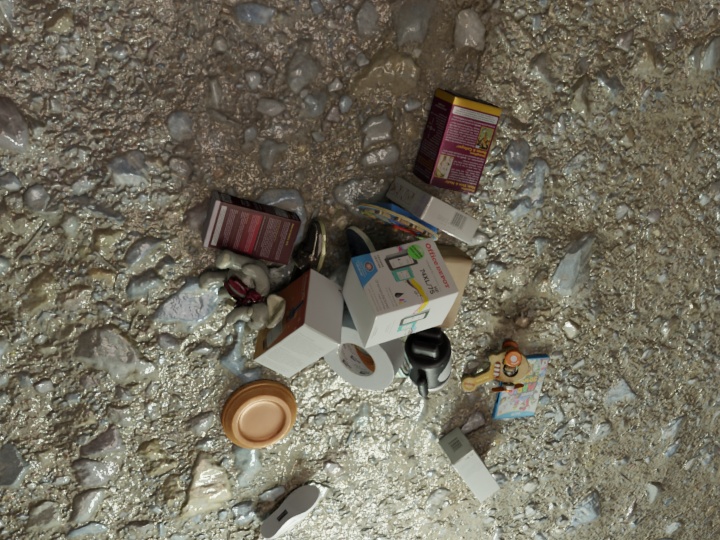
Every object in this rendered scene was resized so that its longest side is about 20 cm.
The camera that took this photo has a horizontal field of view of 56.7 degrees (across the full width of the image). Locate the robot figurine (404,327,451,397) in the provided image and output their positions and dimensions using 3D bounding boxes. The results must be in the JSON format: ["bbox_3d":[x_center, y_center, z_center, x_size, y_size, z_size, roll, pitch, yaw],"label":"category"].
[{"bbox_3d":[0.176,0.226,1.709,0.149,0.125,0.202,-32,144,-16],"label":"robot figurine"}]

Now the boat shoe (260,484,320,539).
[{"bbox_3d":[-0.184,0.672,1.849,0.199,0.071,0.070,-42,148,-2],"label":"boat shoe"}]

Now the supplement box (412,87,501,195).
[{"bbox_3d":[0.218,-0.292,1.515,0.128,0.103,0.204,8,110,-23],"label":"supplement box"}]

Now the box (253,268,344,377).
[{"bbox_3d":[-0.138,0.121,1.504,0.105,0.155,0.199,30,134,-28],"label":"box"}]

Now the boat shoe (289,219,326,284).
[{"bbox_3d":[-0.126,-0.019,1.535,0.065,0.072,0.205,1,118,-26],"label":"boat shoe"}]

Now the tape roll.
[{"bbox_3d":[0.003,0.189,1.578,0.066,0.197,0.203,-52,131,-41],"label":"tape roll"}]

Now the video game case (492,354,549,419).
[{"bbox_3d":[0.469,0.342,1.955,0.140,0.018,0.204,-1,114,-20],"label":"video game case"}]

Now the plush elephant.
[{"bbox_3d":[-0.248,0.064,1.469,0.197,0.158,0.164,7,154,-38],"label":"plush elephant"}]

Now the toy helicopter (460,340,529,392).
[{"bbox_3d":[0.377,0.294,1.863,0.197,0.079,0.134,-24,103,10],"label":"toy helicopter"}]

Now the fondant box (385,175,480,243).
[{"bbox_3d":[0.160,-0.140,1.507,0.142,0.200,0.059,24,99,-27],"label":"fondant box"}]

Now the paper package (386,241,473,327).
[{"bbox_3d":[0.152,0.037,1.646,0.195,0.104,0.195,4,113,-22],"label":"paper package"}]

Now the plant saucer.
[{"bbox_3d":[-0.253,0.374,1.693,0.195,0.038,0.205,-8,116,-16],"label":"plant saucer"}]

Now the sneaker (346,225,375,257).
[{"bbox_3d":[0.000,0.000,1.557,0.083,0.075,0.204,-27,97,-22],"label":"sneaker"}]

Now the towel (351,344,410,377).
[{"bbox_3d":[0.021,0.181,1.643,0.048,0.168,0.203,-51,129,-41],"label":"towel"}]

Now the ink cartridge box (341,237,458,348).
[{"bbox_3d":[0.082,0.047,1.441,0.196,0.149,0.147,-15,152,-20],"label":"ink cartridge box"}]

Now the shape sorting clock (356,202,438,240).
[{"bbox_3d":[0.082,-0.107,1.499,0.197,0.199,0.040,24,83,-27],"label":"shape sorting clock"}]

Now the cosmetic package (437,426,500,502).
[{"bbox_3d":[0.319,0.569,1.953,0.080,0.113,0.202,-34,119,-1],"label":"cosmetic package"}]

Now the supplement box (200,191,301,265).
[{"bbox_3d":[-0.240,-0.091,1.465,0.196,0.061,0.111,14,110,-24],"label":"supplement box"}]
